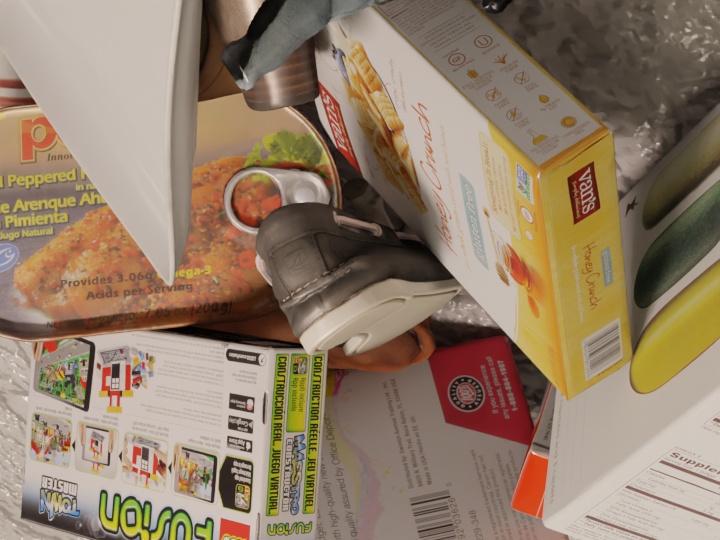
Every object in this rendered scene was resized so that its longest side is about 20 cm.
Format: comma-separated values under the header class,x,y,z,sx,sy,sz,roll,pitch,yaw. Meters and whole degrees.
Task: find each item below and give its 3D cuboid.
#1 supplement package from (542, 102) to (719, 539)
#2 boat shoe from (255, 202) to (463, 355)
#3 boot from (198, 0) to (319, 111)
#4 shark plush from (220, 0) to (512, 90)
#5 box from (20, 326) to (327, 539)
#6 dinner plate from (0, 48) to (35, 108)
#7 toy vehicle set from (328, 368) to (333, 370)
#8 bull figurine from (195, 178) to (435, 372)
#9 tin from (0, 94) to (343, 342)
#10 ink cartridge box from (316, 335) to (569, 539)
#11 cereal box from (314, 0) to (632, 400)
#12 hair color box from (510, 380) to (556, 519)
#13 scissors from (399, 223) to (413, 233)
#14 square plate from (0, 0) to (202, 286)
class,x,y,z,sx,sy,sz,roll,pitch,yaw
supplement package,0.193,0.028,0.870,0.151,0.152,0.200,19,147,-15
boat shoe,0.000,0.000,0.918,0.067,0.200,0.057,-32,83,8
boot,-0.061,-0.142,0.840,0.200,0.070,0.146,-164,59,-67
shark plush,0.035,-0.128,0.747,0.083,0.200,0.091,45,140,22
box,-0.095,0.081,0.995,0.035,0.110,0.200,2,-177,-41
dinner plate,-0.192,-0.142,0.971,0.200,0.024,0.200,15,142,12
toy vehicle set,-0.059,0.068,1.189,0.200,0.027,0.124,7,143,20
bull figurine,-0.058,0.007,1.070,0.200,0.065,0.121,3,138,23
tin,-0.108,-0.029,0.974,0.200,0.042,0.112,-5,101,1
ink cartridge box,-0.002,0.130,1.070,0.200,0.148,0.086,-12,144,-2
cereal box,0.036,-0.057,0.857,0.200,0.040,0.144,48,162,38
hair color box,0.186,0.089,1.011,0.200,0.111,0.064,18,146,4
scissors,0.044,-0.030,1.010,0.073,0.014,0.200,19,145,4
square plate,-0.113,-0.125,0.832,0.198,0.028,0.200,52,153,29
